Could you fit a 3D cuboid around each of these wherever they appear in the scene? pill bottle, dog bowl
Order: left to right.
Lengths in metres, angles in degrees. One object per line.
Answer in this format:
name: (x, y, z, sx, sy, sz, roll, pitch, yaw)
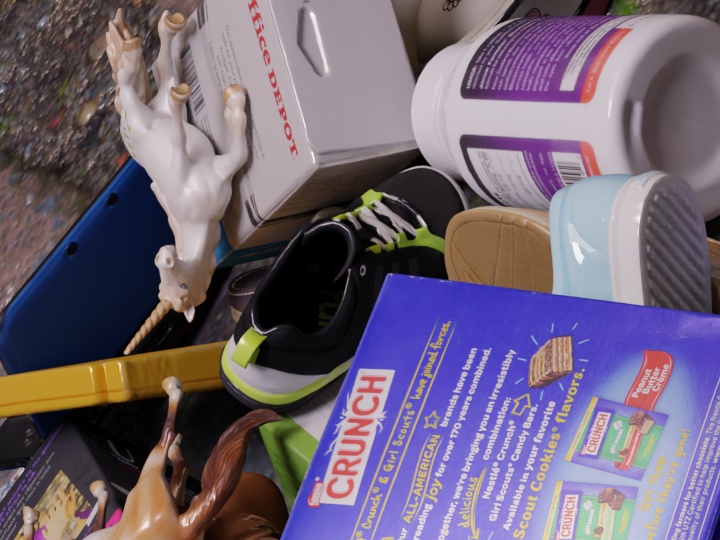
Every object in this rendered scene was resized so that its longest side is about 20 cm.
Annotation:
dog bowl: (0.078, -0.179, 1.500, 0.200, 0.074, 0.201, -34, 38, 31)
pill bottle: (0.117, -0.084, 1.321, 0.200, 0.111, 0.112, 9, 68, 56)

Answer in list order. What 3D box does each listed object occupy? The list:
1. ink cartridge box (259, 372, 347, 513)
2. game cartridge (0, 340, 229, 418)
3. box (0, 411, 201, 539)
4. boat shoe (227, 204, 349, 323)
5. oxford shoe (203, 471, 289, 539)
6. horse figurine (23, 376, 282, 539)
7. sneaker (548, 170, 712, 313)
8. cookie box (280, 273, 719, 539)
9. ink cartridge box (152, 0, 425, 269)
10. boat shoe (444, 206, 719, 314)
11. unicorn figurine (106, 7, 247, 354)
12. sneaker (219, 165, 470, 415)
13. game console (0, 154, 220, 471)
ink cartridge box: (0.068, 0.086, 1.279, 0.200, 0.076, 0.148, -26, 26, -17)
game cartridge: (-0.118, 0.063, 1.443, 0.176, 0.200, 0.033, -10, 89, 50)
box: (-0.130, 0.189, 1.395, 0.106, 0.122, 0.200, -53, 31, 8)
boat shoe: (-0.009, -0.008, 1.448, 0.200, 0.065, 0.072, -9, 20, 46)
oxford shoe: (-0.057, 0.158, 1.276, 0.071, 0.071, 0.200, -51, 13, 22)
horse figurine: (-0.124, 0.142, 1.266, 0.200, 0.050, 0.133, -39, 35, 28)
sneaker: (0.124, 0.051, 1.161, 0.082, 0.074, 0.201, 5, 96, 46)
cookie box: (0.080, 0.098, 1.054, 0.200, 0.075, 0.172, 8, 65, 33)
ink cartridge box: (-0.045, -0.103, 1.475, 0.200, 0.084, 0.146, -37, 66, 62)
boat shoe: (0.131, 0.007, 1.239, 0.200, 0.069, 0.074, 19, 116, 42)
unicorn figurine: (-0.112, -0.066, 1.465, 0.200, 0.074, 0.138, -105, 19, -51)
sneaker: (0.000, 0.000, 1.294, 0.200, 0.072, 0.083, -47, -18, -35)
game console: (-0.188, 0.020, 1.588, 0.171, 0.118, 0.200, -13, 34, 53)
